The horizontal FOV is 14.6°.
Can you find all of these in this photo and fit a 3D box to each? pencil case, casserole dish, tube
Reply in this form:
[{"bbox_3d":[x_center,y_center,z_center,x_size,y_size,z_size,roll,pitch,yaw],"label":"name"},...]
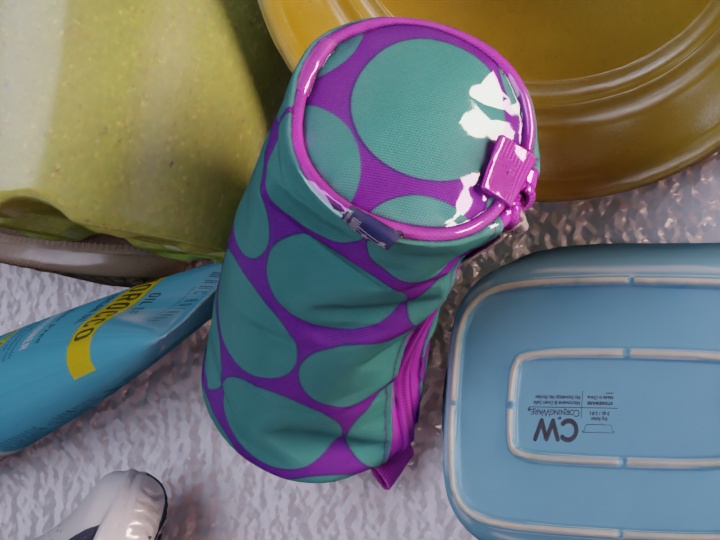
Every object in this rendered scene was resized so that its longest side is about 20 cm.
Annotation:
[{"bbox_3d":[0.000,0.000,0.983,0.092,0.085,0.200,35,150,8],"label":"pencil case"},{"bbox_3d":[0.102,0.049,0.990,0.199,0.039,0.122,0,84,37],"label":"casserole dish"},{"bbox_3d":[-0.115,0.038,1.118,0.200,0.077,0.050,-24,106,44],"label":"tube"}]

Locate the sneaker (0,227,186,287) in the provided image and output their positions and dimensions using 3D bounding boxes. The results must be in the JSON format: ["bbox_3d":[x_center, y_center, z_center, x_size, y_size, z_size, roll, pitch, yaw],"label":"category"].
[{"bbox_3d":[-0.150,-0.044,1.166,0.199,0.070,0.076,14,92,36],"label":"sneaker"}]

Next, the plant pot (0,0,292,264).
[{"bbox_3d":[-0.090,-0.102,1.041,0.200,0.200,0.185,6,85,37],"label":"plant pot"}]

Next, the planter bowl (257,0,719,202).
[{"bbox_3d":[0.064,-0.131,0.983,0.200,0.200,0.084,-39,22,27],"label":"planter bowl"}]

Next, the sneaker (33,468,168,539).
[{"bbox_3d":[-0.171,0.137,1.127,0.129,0.080,0.199,33,118,-3],"label":"sneaker"}]
